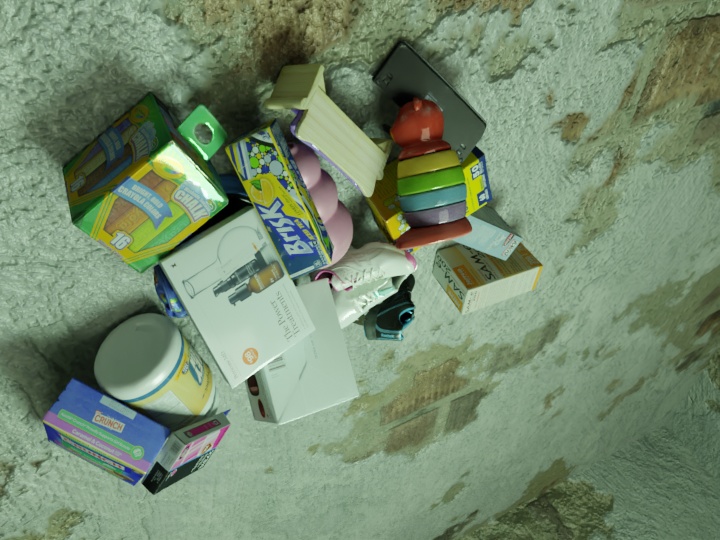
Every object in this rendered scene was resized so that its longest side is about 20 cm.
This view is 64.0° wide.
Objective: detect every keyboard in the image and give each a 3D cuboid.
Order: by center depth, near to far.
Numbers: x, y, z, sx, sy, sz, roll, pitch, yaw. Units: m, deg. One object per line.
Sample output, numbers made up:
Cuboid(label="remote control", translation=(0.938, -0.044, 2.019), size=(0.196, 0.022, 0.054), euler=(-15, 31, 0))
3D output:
Cuboid(label="keyboard", translation=(0.096, -0.238, 0.893), size=(0.198, 0.021, 0.128), euler=(37, 99, -20))

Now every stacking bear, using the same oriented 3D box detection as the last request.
Cuboid(label="stacking bear", translation=(0.097, -0.148, 0.855), size=(0.110, 0.207, 0.121), euler=(-9, -172, 20))

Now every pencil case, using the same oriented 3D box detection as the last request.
Cuboid(label="pencil case", translation=(-0.208, 0.010, 0.869), size=(0.195, 0.089, 0.079), euler=(-16, 158, -20))

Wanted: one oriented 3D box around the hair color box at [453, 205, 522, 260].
Cuboid(label="hair color box", translation=(0.220, -0.091, 1.121), size=(0.196, 0.100, 0.061), euler=(14, 121, -42))

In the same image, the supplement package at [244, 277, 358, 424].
Cuboid(label="supplement package", translation=(-0.120, 0.141, 0.976), size=(0.143, 0.197, 0.199), euler=(-13, 172, -22))

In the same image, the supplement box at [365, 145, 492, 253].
Cuboid(label="supplement box", translation=(0.115, -0.136, 0.996), size=(0.197, 0.110, 0.110), euler=(-33, 140, -2))

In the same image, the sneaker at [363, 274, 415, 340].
Cuboid(label="sneaker", translation=(0.077, 0.073, 1.130), size=(0.201, 0.080, 0.075), euler=(-55, 144, -47))

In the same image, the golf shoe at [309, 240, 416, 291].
Cuboid(label="golf shoe", translation=(0.000, 0.000, 0.986), size=(0.194, 0.094, 0.076), euler=(4, 149, 25))

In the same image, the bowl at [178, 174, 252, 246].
Cuboid(label="bowl", translation=(-0.221, -0.050, 0.897), size=(0.195, 0.040, 0.204), euler=(-19, 137, -18))

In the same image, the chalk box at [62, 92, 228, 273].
Cuboid(label="chalk box", translation=(-0.256, -0.123, 0.736), size=(0.198, 0.125, 0.125), euler=(-38, 140, 3))

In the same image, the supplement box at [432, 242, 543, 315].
Cuboid(label="supplement box", translation=(0.268, -0.001, 1.221), size=(0.195, 0.127, 0.075), euler=(-17, 138, -22))

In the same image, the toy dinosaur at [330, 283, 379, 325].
Cuboid(label="toy dinosaur", translation=(-0.021, 0.056, 1.131), size=(0.100, 0.078, 0.202), euler=(-22, 145, 3))

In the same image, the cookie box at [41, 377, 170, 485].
Cuboid(label="cookie box", translation=(-0.406, 0.263, 0.918), size=(0.169, 0.077, 0.200), euler=(32, 146, -10))

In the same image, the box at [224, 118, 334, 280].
Cuboid(label="box", translation=(-0.106, -0.096, 0.795), size=(0.068, 0.065, 0.204), euler=(-20, 111, 11))

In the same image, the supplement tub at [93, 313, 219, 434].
Cuboid(label="supplement tub", translation=(-0.330, 0.184, 0.964), size=(0.142, 0.146, 0.202), euler=(-28, 140, -8))

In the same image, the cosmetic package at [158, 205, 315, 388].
Cuboid(label="cosmetic package", translation=(-0.170, 0.036, 0.812), size=(0.149, 0.051, 0.204), euler=(-32, 109, -19))

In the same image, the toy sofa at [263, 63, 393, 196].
Cuboid(label="toy sofa", translation=(-0.044, -0.194, 0.825), size=(0.199, 0.081, 0.100), euler=(32, 77, -48))

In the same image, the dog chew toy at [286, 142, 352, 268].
Cuboid(label="dog chew toy", translation=(-0.083, -0.101, 0.888), size=(0.122, 0.125, 0.204), euler=(-26, 131, -10))

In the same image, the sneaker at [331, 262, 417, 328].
Cuboid(label="sneaker", translation=(0.021, 0.033, 1.026), size=(0.199, 0.087, 0.076), euler=(-42, 121, -22))

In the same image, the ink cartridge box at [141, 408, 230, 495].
Cuboid(label="ink cartridge box", translation=(-0.275, 0.295, 0.958), size=(0.096, 0.037, 0.200), euler=(-57, 170, 5))
